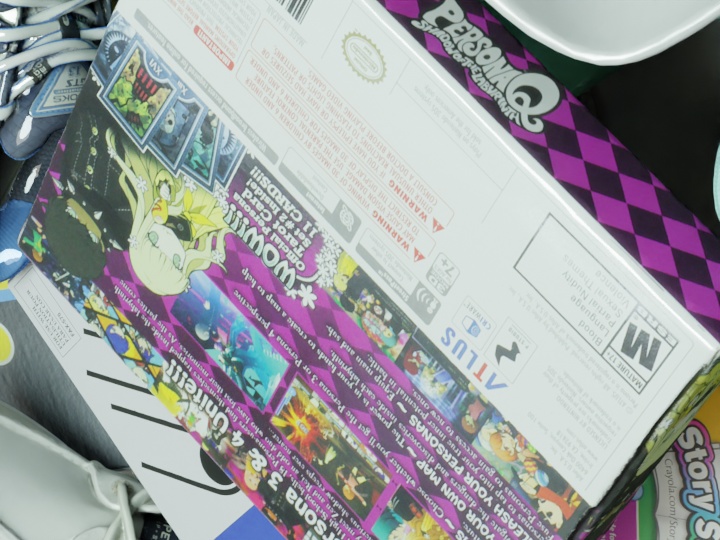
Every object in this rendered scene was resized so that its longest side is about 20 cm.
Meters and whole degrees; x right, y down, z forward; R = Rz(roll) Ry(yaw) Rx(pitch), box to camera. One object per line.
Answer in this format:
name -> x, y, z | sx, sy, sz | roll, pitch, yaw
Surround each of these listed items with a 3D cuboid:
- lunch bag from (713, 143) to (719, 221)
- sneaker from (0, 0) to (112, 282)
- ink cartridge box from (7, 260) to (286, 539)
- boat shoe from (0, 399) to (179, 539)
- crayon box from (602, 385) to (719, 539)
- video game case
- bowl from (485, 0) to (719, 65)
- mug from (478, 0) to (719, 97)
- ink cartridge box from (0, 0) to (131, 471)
lunch bag -> 0.202, -0.035, 0.701 | 0.199, 0.161, 0.077 | 28, 157, 0
sneaker -> -0.100, -0.079, 0.867 | 0.085, 0.077, 0.201 | 52, 134, 36
ink cartridge box -> -0.023, 0.055, 0.888 | 0.200, 0.044, 0.094 | 55, 132, 7
boat shoe -> -0.083, 0.102, 0.957 | 0.066, 0.072, 0.200 | -22, 121, 37
crayon box -> 0.083, 0.110, 0.900 | 0.118, 0.058, 0.201 | 8, 112, 29
video game case -> 0.000, 0.000, 0.779 | 0.200, 0.036, 0.182 | 46, 137, 16
bowl -> 0.064, -0.175, 0.675 | 0.200, 0.075, 0.200 | 46, 126, -6
mug -> 0.035, -0.119, 0.805 | 0.184, 0.114, 0.153 | -18, 98, 36
ink cartridge box -> -0.089, -0.028, 0.962 | 0.199, 0.047, 0.199 | -9, 103, 36
